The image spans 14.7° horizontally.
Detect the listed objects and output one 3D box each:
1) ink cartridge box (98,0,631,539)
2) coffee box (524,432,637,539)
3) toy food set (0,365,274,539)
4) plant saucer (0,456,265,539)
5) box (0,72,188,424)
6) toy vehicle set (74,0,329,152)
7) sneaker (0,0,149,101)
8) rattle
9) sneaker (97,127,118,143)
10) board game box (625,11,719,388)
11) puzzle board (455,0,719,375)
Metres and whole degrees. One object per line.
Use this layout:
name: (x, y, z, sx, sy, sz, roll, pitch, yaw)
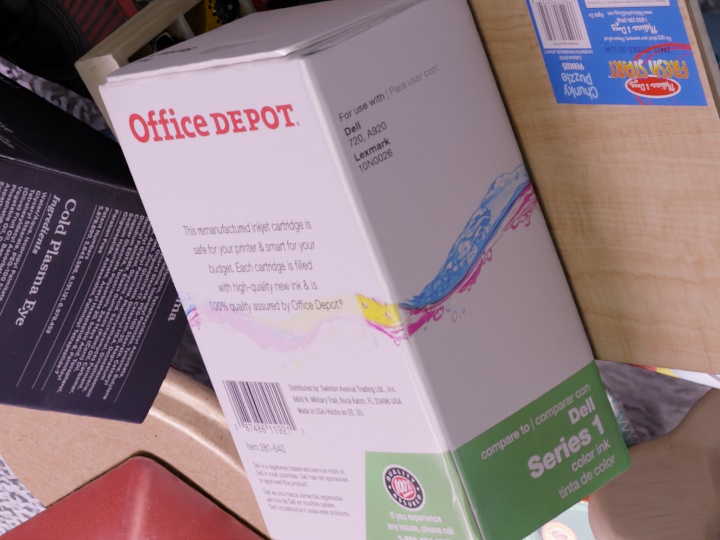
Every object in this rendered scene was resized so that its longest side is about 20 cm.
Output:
ink cartridge box: (0.000, 0.000, 1.057, 0.145, 0.084, 0.201, -2, 112, 54)
coffee box: (0.084, 0.160, 1.253, 0.123, 0.044, 0.201, 3, 122, 34)
toy food set: (-0.095, 0.089, 1.329, 0.199, 0.049, 0.198, 11, 145, 28)
plant saucer: (-0.076, 0.183, 1.371, 0.199, 0.037, 0.200, 37, 150, -13)
box: (-0.191, -0.031, 1.157, 0.200, 0.182, 0.104, 31, 101, 36)
toy vehicle set: (-0.024, -0.034, 1.156, 0.026, 0.124, 0.201, -8, 118, 47)
sneaker: (-0.179, -0.132, 1.213, 0.200, 0.098, 0.071, 40, 135, 1)
rattle: (0.157, 0.107, 1.162, 0.199, 0.131, 0.143, 0, 167, 19)
sneaker: (-0.114, -0.016, 1.254, 0.199, 0.074, 0.083, -13, 76, 43)
board game box: (0.192, -0.012, 1.034, 0.199, 0.105, 0.103, 15, 130, 27)
puzzle board: (0.076, -0.037, 1.013, 0.200, 0.017, 0.151, 5, 118, 55)
